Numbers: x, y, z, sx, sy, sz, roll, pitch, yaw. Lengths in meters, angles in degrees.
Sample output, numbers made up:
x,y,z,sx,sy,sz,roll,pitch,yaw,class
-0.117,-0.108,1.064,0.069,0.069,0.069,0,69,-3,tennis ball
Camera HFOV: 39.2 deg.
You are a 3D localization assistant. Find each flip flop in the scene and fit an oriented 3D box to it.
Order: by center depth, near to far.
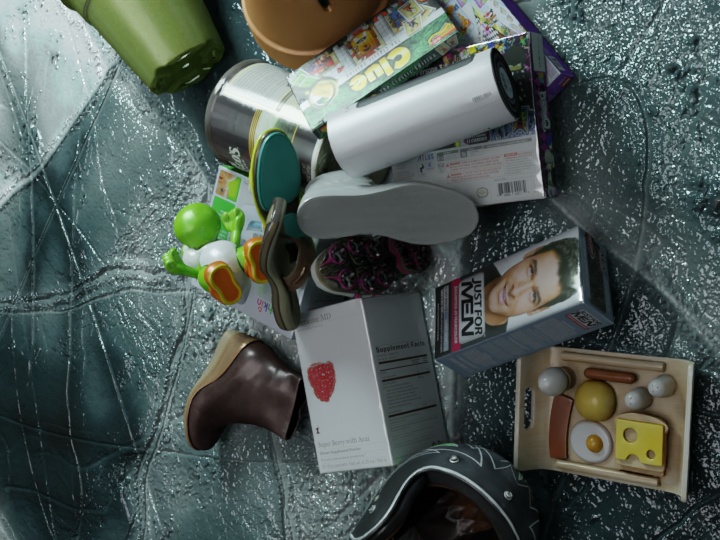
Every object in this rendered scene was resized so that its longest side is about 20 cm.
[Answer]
x,y,z,sx,sy,sz,roll,pitch,yaw,class
-0.078,-0.005,1.159,0.058,0.081,0.200,2,136,8,flip flop

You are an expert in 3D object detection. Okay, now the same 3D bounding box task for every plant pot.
x,y,z,sx,sy,sz,roll,pitch,yaw,class
-0.062,-0.361,1.217,0.200,0.140,0.200,-4,74,12,plant pot
-0.293,-0.360,1.441,0.200,0.200,0.190,-37,83,34,plant pot

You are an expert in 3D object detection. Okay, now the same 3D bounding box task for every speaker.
x,y,z,sx,sy,sz,roll,pitch,yaw,class
0.066,-0.166,1.090,0.200,0.081,0.081,-18,81,25,speaker

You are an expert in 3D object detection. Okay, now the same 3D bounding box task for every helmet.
x,y,z,sx,sy,sz,roll,pitch,yaw,class
0.103,0.288,1.134,0.191,0.200,0.200,-40,62,-10,helmet

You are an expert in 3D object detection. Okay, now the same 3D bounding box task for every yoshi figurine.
x,y,z,sx,sy,sz,roll,pitch,yaw,class
-0.187,-0.031,1.263,0.200,0.112,0.112,23,93,60,yoshi figurine

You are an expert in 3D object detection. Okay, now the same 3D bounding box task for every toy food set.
x,y,z,sx,sy,sz,roll,pitch,yaw,class
0.259,0.161,1.087,0.200,0.060,0.144,4,94,39,toy food set

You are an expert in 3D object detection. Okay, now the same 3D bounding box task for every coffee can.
x,y,z,sx,sy,sz,roll,pitch,yaw,class
-0.078,-0.174,1.284,0.200,0.146,0.146,25,107,35,coffee can

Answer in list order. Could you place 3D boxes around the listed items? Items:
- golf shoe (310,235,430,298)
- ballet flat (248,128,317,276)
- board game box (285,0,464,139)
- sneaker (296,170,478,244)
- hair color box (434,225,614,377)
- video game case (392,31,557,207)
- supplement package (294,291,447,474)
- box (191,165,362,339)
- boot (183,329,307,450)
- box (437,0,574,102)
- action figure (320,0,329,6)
x,y,z,sx,sy,sz,roll,pitch,yaw,class
0.000,0.000,1.198,0.092,0.200,0.073,-23,83,35,golf shoe
-0.102,-0.079,1.212,0.067,0.067,0.200,27,137,50,ballet flat
0.013,-0.244,1.170,0.200,0.023,0.105,-33,55,9,board game box
0.030,-0.081,1.155,0.200,0.116,0.074,2,112,-1,sneaker
0.176,0.038,1.123,0.200,0.061,0.099,-25,47,36,hair color box
0.120,-0.160,1.148,0.200,0.036,0.181,-6,92,38,video game case
0.011,0.137,1.246,0.121,0.120,0.200,-16,82,39,supplement package
-0.110,-0.027,1.352,0.200,0.097,0.177,26,106,34,box
-0.162,0.197,1.416,0.166,0.072,0.200,31,107,36,boot
0.137,-0.249,1.177,0.137,0.039,0.200,-46,66,31,box
-0.033,-0.292,1.303,0.200,0.055,0.118,51,119,20,action figure
